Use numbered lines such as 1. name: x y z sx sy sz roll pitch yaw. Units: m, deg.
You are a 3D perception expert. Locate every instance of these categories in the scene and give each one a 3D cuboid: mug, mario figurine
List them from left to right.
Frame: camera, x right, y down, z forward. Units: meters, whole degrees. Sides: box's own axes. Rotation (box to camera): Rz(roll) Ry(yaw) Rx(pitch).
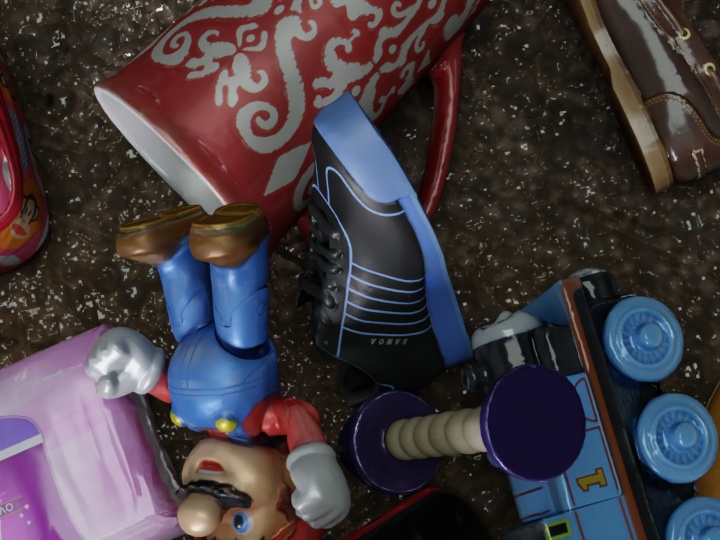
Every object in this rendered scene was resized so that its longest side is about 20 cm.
1. mario figurine: -0.073 0.073 0.707 0.105 0.123 0.202 -15 102 -15
2. mug: -0.021 -0.108 0.805 0.200 0.178 0.133 -47 39 -9

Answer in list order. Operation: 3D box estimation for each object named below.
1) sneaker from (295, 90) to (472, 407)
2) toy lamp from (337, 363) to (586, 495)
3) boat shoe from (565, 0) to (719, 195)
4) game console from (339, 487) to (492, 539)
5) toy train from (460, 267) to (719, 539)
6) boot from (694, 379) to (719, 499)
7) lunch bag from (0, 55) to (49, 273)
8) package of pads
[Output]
1. sneaker: 0.000 0.000 0.735 0.077 0.201 0.070 -28 45 -4
2. toy lamp: 0.040 0.083 0.710 0.058 0.200 0.059 3 81 -21
3. boat shoe: 0.157 -0.145 0.808 0.070 0.070 0.201 -24 86 7
4. game console: 0.043 0.202 0.694 0.031 0.200 0.178 -37 80 27
5. toy train: 0.122 0.100 0.743 0.113 0.087 0.202 -12 78 -19
6. boot: 0.240 0.045 0.726 0.071 0.144 0.202 37 84 11
7. lunch bag: -0.292 -0.067 0.828 0.198 0.082 0.178 -20 74 -1
8. package of pads: -0.199 0.123 0.782 0.199 0.076 0.121 -23 77 0
